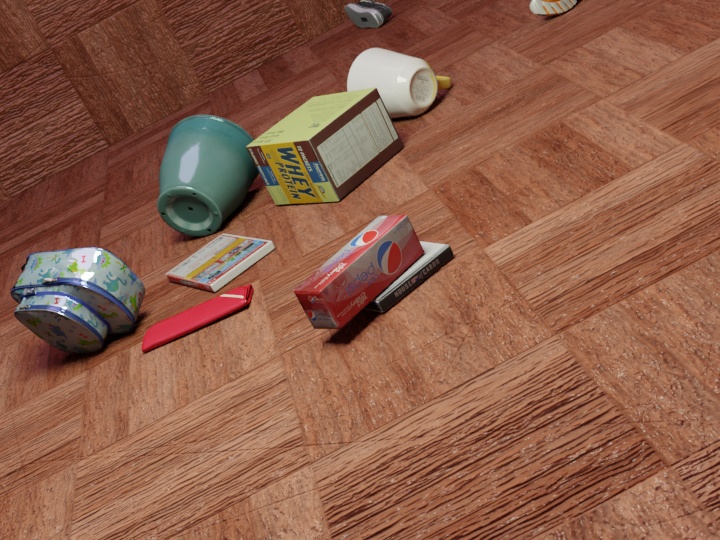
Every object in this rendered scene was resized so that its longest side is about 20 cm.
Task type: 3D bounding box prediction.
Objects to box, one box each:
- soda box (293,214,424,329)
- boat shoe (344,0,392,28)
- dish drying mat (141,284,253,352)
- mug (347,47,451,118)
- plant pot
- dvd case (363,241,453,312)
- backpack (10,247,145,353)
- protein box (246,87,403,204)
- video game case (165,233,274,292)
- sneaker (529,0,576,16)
[{"bbox_3d":[0.000,0.000,1.734,0.063,0.070,0.200,1,35,49],"label":"soda box"},{"bbox_3d":[0.024,-0.730,3.405,0.068,0.074,0.199,-38,24,-14],"label":"boat shoe"},{"bbox_3d":[-0.273,0.077,2.020,0.200,0.018,0.077,-23,23,11],"label":"dish drying mat"},{"bbox_3d":[0.088,-0.391,2.487,0.153,0.149,0.187,14,52,48],"label":"mug"},{"bbox_3d":[-0.317,-0.177,2.434,0.200,0.200,0.188,-15,40,28],"label":"plant pot"},{"bbox_3d":[0.027,0.002,1.826,0.150,0.025,0.200,-38,24,-24],"label":"dvd case"},{"bbox_3d":[-0.489,0.055,2.120,0.200,0.183,0.147,-10,50,30],"label":"backpack"},{"bbox_3d":[-0.068,-0.237,2.324,0.198,0.135,0.200,1,35,49],"label":"protein box"},{"bbox_3d":[-0.259,-0.017,2.215,0.143,0.017,0.200,-37,23,-24],"label":"video game case"},{"bbox_3d":[0.443,-0.613,2.665,0.200,0.078,0.077,-34,9,-25],"label":"sneaker"}]
